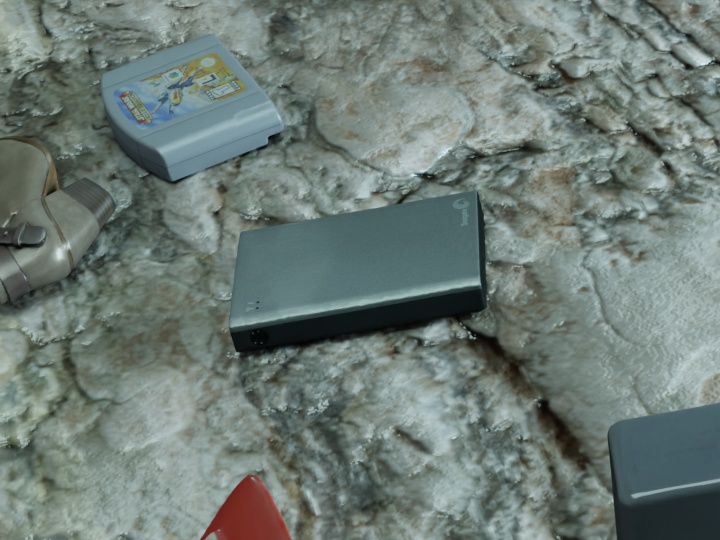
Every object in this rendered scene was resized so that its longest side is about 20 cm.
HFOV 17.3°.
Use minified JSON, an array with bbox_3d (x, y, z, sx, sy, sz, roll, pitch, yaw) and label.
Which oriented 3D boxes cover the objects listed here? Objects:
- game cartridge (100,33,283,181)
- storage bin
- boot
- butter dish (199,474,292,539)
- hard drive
[{"bbox_3d":[-0.163,-0.151,2.166,0.133,0.042,0.200,-19,32,-14],"label":"game cartridge"},{"bbox_3d":[0.242,0.147,1.453,0.200,0.134,0.146,-10,33,6],"label":"storage bin"},{"bbox_3d":[-0.312,-0.042,2.030,0.200,0.070,0.146,20,49,43],"label":"boot"},{"bbox_3d":[-0.048,0.260,1.404,0.199,0.148,0.200,-57,28,17],"label":"butter dish"},{"bbox_3d":[0.000,0.000,1.870,0.200,0.033,0.140,-10,33,8],"label":"hard drive"}]
